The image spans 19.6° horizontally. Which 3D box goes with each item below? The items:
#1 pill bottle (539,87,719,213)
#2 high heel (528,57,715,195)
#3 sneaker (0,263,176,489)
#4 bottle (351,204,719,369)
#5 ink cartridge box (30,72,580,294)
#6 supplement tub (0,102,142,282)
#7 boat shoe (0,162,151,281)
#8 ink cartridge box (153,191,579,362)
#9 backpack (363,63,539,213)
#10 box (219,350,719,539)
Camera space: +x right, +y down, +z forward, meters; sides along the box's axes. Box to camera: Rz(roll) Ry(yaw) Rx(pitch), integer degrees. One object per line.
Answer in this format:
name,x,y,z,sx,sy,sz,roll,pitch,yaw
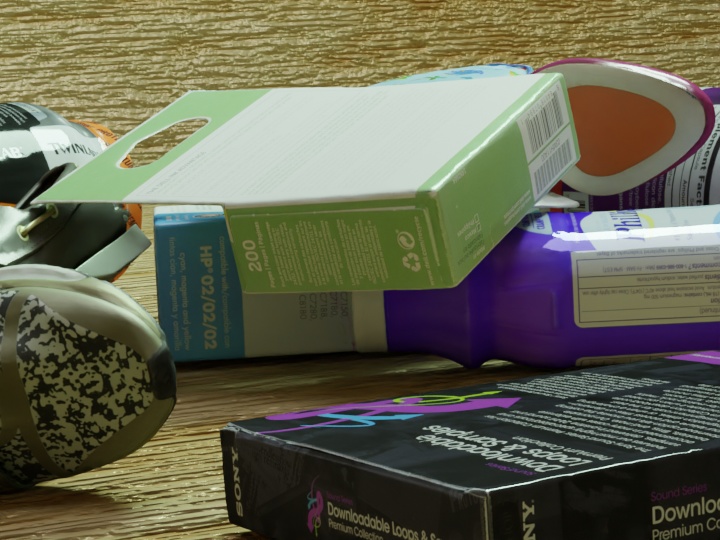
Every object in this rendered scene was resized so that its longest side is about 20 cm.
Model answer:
pill bottle,0.189,-0.037,1.062,0.112,0.113,0.199,-7,7,-33
high heel,0.113,-0.077,1.031,0.096,0.068,0.199,-19,14,-41
sneaker,-0.157,0.051,0.666,0.198,0.078,0.089,-7,18,13
bottle,0.096,0.007,0.899,0.198,0.066,0.084,-3,11,3
ink cartridge box,-0.022,-0.040,0.912,0.199,0.048,0.146,-2,23,29
supplement tub,-0.225,-0.028,1.133,0.199,0.124,0.122,-10,9,-43
boat shoe,-0.161,0.003,0.906,0.072,0.060,0.202,-36,2,26
ink cartridge box,0.000,0.000,1.009,0.198,0.068,0.115,-3,6,-5
backpack,0.028,-0.053,1.235,0.198,0.155,0.163,4,0,-16
box,0.078,0.055,0.604,0.199,0.036,0.143,-5,5,-30
